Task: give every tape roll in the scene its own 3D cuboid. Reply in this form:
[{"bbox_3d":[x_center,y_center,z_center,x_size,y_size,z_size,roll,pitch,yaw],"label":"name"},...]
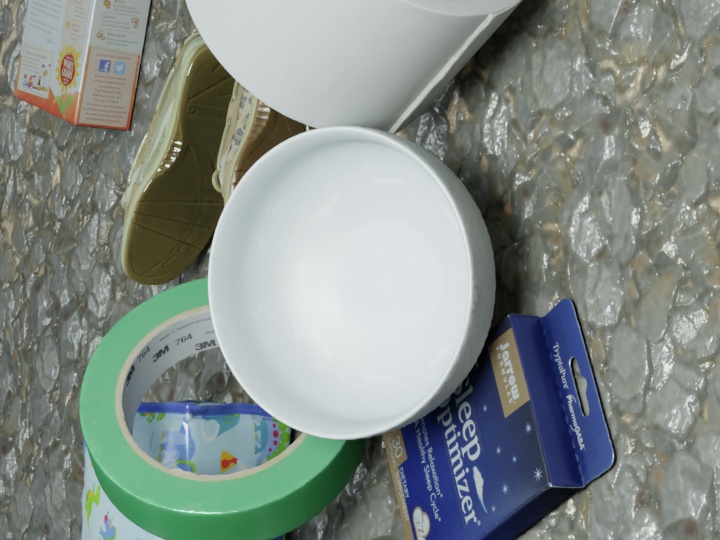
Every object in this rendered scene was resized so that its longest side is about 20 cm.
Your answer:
[{"bbox_3d":[0.001,-0.208,1.582,0.139,0.202,0.203,-47,48,45],"label":"tape roll"},{"bbox_3d":[-0.095,0.097,1.704,0.048,0.200,0.201,82,168,-52],"label":"tape roll"}]

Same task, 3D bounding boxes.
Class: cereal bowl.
[{"bbox_3d":[0.004,0.007,1.579,0.199,0.083,0.201,1,93,30],"label":"cereal bowl"}]

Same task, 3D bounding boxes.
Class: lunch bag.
[{"bbox_3d":[-0.146,0.182,1.840,0.200,0.127,0.171,-4,83,48],"label":"lunch bag"}]

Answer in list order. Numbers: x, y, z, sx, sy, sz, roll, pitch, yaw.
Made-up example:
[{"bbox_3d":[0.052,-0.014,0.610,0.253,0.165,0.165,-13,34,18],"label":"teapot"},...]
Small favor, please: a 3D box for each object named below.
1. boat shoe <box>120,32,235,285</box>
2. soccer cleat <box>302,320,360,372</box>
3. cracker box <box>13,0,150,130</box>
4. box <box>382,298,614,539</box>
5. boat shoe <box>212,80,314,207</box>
[{"bbox_3d":[-0.145,-0.088,1.928,0.063,0.073,0.201,39,116,61],"label":"boat shoe"},{"bbox_3d":[0.000,0.001,1.698,0.065,0.083,0.201,83,-172,-55],"label":"soccer cleat"},{"bbox_3d":[-0.234,-0.232,2.101,0.134,0.058,0.201,27,109,56],"label":"cracker box"},{"bbox_3d":[0.084,0.112,1.567,0.200,0.032,0.122,-44,50,46],"label":"box"},{"bbox_3d":[-0.067,-0.096,1.809,0.063,0.073,0.201,-10,67,64],"label":"boat shoe"}]
